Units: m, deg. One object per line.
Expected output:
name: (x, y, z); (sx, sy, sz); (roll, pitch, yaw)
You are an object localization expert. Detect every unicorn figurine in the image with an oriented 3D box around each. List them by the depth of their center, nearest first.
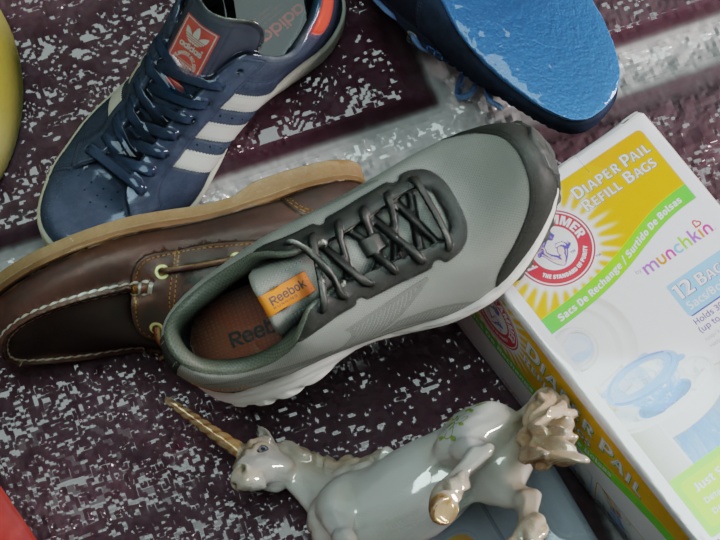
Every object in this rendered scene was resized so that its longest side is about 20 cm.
unicorn figurine: (0.010, 0.102, 1.233); (0.199, 0.074, 0.138); (-13, 27, 10)

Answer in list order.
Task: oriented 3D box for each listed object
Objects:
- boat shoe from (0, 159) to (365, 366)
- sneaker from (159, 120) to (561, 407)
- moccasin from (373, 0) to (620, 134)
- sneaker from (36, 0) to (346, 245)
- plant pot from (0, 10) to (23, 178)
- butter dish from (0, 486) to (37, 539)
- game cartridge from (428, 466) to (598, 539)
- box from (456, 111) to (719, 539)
boat shoe: (-0.079, 0.008, 1.302); (0.199, 0.070, 0.071); (-19, 66, -7)
sneaker: (0.000, 0.000, 1.214); (0.200, 0.079, 0.074); (-31, 78, 14)
moccasin: (0.051, -0.141, 1.365); (0.080, 0.068, 0.200); (-36, 74, -21)
sneaker: (-0.085, -0.090, 1.333); (0.075, 0.085, 0.200); (36, 73, 13)
plant pot: (-0.268, -0.110, 1.311); (0.199, 0.142, 0.201); (0, 68, 1)
butter dish: (-0.243, 0.155, 1.215); (0.200, 0.148, 0.200); (-35, 116, -12)
game cartridge: (0.034, 0.189, 1.251); (0.200, 0.042, 0.133); (-28, 67, -10)
box: (0.142, 0.047, 1.270); (0.112, 0.101, 0.200); (-33, 72, -12)
